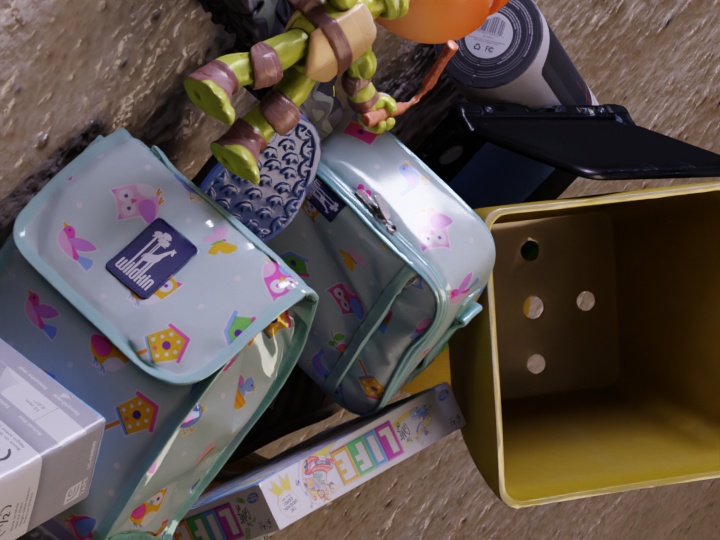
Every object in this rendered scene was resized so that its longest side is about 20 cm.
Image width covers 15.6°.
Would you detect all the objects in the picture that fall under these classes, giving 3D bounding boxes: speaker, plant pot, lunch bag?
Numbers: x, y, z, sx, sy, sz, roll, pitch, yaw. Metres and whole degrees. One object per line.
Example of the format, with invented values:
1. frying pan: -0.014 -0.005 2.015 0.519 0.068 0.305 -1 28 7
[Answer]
1. speaker: 0.117 -0.137 1.918 0.081 0.081 0.200 -53 156 -3
2. plant pot: 0.152 0.037 1.828 0.200 0.176 0.200 -7 100 -18
3. lunch bag: -0.137 0.040 1.548 0.200 0.170 0.122 -55 158 14
4. lunch bag: 0.000 0.000 1.740 0.077 0.160 0.200 -36 167 -32

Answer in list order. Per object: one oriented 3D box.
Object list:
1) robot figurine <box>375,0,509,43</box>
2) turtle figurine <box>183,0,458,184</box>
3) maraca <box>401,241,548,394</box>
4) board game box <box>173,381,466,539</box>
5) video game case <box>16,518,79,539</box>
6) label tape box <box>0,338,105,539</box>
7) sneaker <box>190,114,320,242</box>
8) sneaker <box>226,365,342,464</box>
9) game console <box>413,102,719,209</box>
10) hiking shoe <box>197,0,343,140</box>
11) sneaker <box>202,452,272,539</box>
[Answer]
1. robot figurine: 0.066 -0.223 1.656 0.200 0.144 0.117 -45 138 -21
2. turtle figurine: -0.026 -0.135 1.519 0.161 0.064 0.200 -39 151 -18
3. maraca: 0.081 0.023 1.993 0.200 0.107 0.137 -39 -169 37
4. board game box: -0.039 0.140 1.778 0.134 0.034 0.200 -25 180 44
5. video game case: -0.196 0.148 1.620 0.200 0.143 0.019 -52 157 -7
6. label tape box: -0.260 0.101 1.434 0.200 0.143 0.066 -27 145 -47
7. sneaker: -0.099 -0.031 1.633 0.070 0.078 0.200 22 113 -34
8. sneaker: -0.056 0.069 1.860 0.200 0.070 0.076 -35 144 -43
9. game console: 0.138 -0.056 1.853 0.200 0.116 0.176 -3 144 -49
10. hiking shoe: -0.031 -0.155 1.611 0.101 0.076 0.200 -46 155 -10
11. sneaker: -0.097 0.181 1.914 0.200 0.076 0.088 2 105 -66
